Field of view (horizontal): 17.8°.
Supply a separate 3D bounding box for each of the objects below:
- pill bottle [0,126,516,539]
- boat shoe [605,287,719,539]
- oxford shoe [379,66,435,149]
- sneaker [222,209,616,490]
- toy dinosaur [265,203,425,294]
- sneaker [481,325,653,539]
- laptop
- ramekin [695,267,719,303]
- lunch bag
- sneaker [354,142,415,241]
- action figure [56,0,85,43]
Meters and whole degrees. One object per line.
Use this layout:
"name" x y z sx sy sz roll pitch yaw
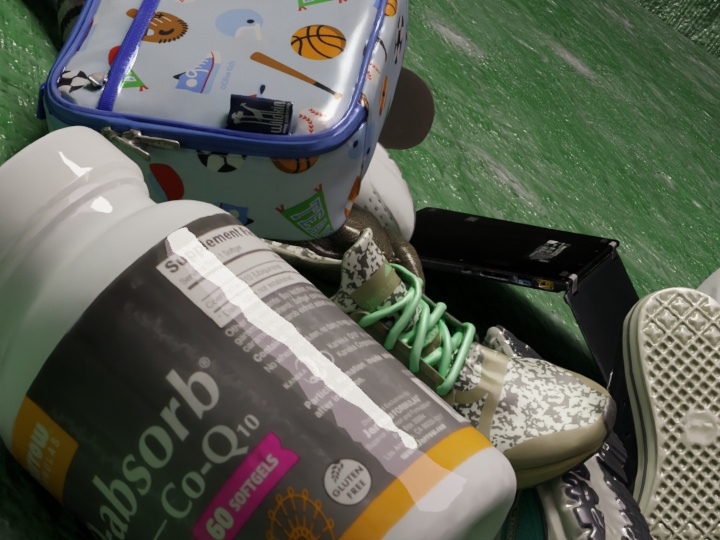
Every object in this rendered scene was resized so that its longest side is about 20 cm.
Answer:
"pill bottle" -0.053 0.049 0.790 0.200 0.117 0.116 40 16 14
"boat shoe" 0.145 0.108 1.047 0.074 0.062 0.202 4 63 -10
"oxford shoe" -0.053 -0.129 1.437 0.199 0.072 0.071 30 -11 -23
"sneaker" 0.008 0.029 0.925 0.198 0.089 0.077 14 42 5
"toy dinosaur" 0.000 0.000 1.124 0.199 0.077 0.103 23 27 -33
"sneaker" 0.068 0.090 1.001 0.077 0.080 0.200 43 17 -19
"laptop" 0.103 0.044 1.350 0.198 0.117 0.187 11 10 13
"ramekin" 0.246 0.088 1.199 0.200 0.201 0.098 37 22 0
"lunch bag" -0.064 -0.099 1.087 0.159 0.076 0.201 10 41 8
"sneaker" -0.060 -0.050 1.178 0.199 0.075 0.087 25 30 -19
"action figure" -0.169 -0.193 1.267 0.193 0.105 0.200 42 -9 36
